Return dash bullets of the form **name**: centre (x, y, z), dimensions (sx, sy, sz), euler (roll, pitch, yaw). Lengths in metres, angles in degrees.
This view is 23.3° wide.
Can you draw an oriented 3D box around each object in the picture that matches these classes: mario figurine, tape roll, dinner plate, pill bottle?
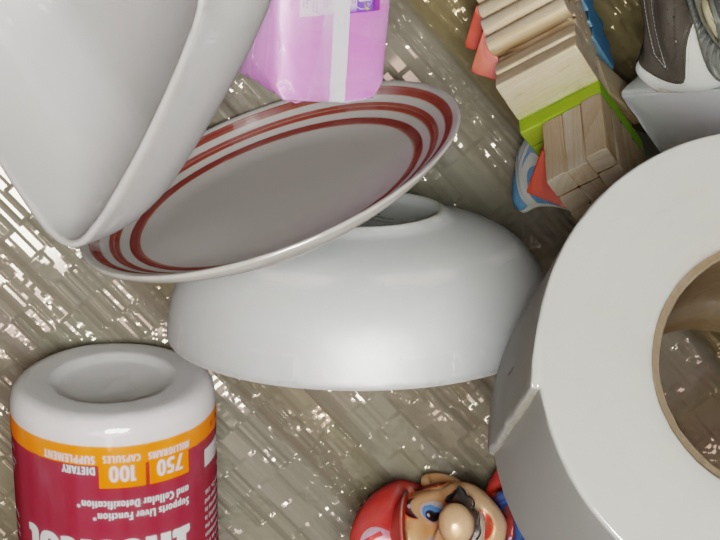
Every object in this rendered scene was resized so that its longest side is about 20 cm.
- **mario figurine**: centre (0.093, 0.147, 0.990), dimensions (0.200, 0.124, 0.106), euler (-6, 123, -5)
- **tape roll**: centre (0.164, 0.056, 0.755), dimensions (0.202, 0.139, 0.203), euler (1, 73, -3)
- **dinner plate**: centre (-0.043, -0.041, 0.868), dimensions (0.200, 0.200, 0.024), euler (-19, 116, 5)
- **pill bottle**: centre (-0.135, 0.151, 0.982), dimensions (0.113, 0.113, 0.200), euler (-1, 111, -2)

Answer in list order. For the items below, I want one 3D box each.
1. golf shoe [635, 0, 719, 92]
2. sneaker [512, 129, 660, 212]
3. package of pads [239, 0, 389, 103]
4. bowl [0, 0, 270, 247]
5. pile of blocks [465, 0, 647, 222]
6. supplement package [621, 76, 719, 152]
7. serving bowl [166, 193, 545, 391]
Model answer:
- **golf shoe**: centre (0.148, -0.175, 0.792), dimensions (0.078, 0.094, 0.200), euler (14, 68, -28)
- **sneaker**: centre (0.176, -0.030, 0.957), dimensions (0.200, 0.072, 0.073), euler (22, 127, -11)
- **package of pads**: centre (-0.038, -0.190, 0.854), dimensions (0.076, 0.120, 0.200), euler (-10, 114, -33)
- **bowl**: centre (-0.124, -0.136, 0.842), dimensions (0.200, 0.075, 0.200), euler (55, 133, 23)
- **pile of blocks**: centre (0.093, -0.100, 0.891), dimensions (0.062, 0.200, 0.082), euler (-26, 151, 23)
- **supplement package**: centre (0.280, -0.081, 0.861), dimensions (0.200, 0.147, 0.191), euler (-43, 108, -14)
- **serving bowl**: centre (0.000, 0.000, 0.889), dimensions (0.200, 0.200, 0.066), euler (-2, 105, -2)
